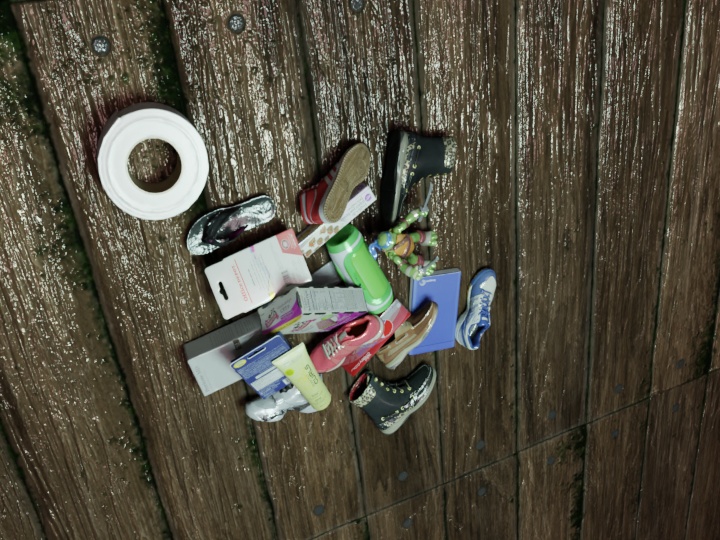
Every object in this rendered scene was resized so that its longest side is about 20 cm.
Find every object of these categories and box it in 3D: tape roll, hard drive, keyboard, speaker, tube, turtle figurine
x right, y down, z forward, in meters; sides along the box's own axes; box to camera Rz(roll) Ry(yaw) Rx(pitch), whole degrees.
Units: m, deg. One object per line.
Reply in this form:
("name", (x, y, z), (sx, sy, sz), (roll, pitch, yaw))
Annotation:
("tape roll", (-0.383, -0.202, 1.245), (0.197, 0.071, 0.208), (-9, 115, -20))
("hard drive", (0.178, 0.101, 1.650), (0.128, 0.025, 0.206), (-8, 114, -21))
("keyboard", (-0.124, 0.052, 1.504), (0.198, 0.011, 0.057), (-36, 116, -7))
("speaker", (0.000, 0.000, 1.494), (0.087, 0.088, 0.202), (-35, 121, -6))
("tube", (-0.120, 0.231, 1.449), (0.059, 0.051, 0.202), (-62, 146, -31))
("turtle figurine", (0.133, -0.055, 1.458), (0.198, 0.147, 0.193), (-33, 159, 20))

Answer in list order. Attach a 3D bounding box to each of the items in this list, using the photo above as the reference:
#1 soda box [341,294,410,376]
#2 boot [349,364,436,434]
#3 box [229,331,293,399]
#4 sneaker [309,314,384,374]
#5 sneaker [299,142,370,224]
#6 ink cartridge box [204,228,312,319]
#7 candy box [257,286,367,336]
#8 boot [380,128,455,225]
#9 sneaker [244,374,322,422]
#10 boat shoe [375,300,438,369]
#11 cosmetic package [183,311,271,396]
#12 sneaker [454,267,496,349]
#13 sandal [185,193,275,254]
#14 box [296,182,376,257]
("soda box", (0.021, 0.143, 1.571), (0.200, 0.070, 0.063), (-47, 123, 0))
("boot", (0.080, 0.286, 1.648), (0.204, 0.073, 0.153), (-48, 119, 0))
("box", (-0.192, 0.196, 1.417), (0.119, 0.033, 0.201), (-30, 148, -4))
("sneaker", (-0.042, 0.153, 1.491), (0.197, 0.075, 0.087), (-34, 158, 4))
("sneaker", (-0.058, -0.180, 1.412), (0.071, 0.111, 0.203), (44, 60, -30))
("ink cartridge box", (-0.212, 0.007, 1.392), (0.196, 0.067, 0.119), (-24, 97, -13))
("candy box", (-0.098, 0.085, 1.420), (0.197, 0.063, 0.135), (2, 156, -46))
("boot", (0.127, -0.201, 1.476), (0.150, 0.073, 0.210), (-4, 114, -26))
("sneaker", (-0.169, 0.268, 1.538), (0.195, 0.075, 0.118), (-4, 112, -28))
("boat shoe", (0.106, 0.144, 1.593), (0.071, 0.076, 0.201), (37, 106, -12))
("cosmetic package", (-0.268, 0.174, 1.449), (0.196, 0.074, 0.104), (-26, 121, -12))
("sneaker", (0.300, 0.099, 1.669), (0.073, 0.088, 0.205), (10, 105, -25))
("sandal", (-0.261, -0.094, 1.357), (0.197, 0.048, 0.077), (-29, 120, -11))
("box", (-0.056, -0.110, 1.449), (0.199, 0.041, 0.039), (-40, 122, -3))
